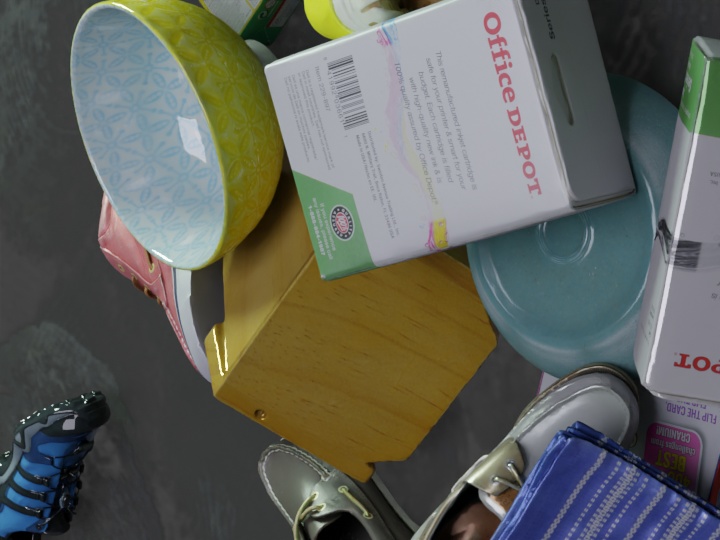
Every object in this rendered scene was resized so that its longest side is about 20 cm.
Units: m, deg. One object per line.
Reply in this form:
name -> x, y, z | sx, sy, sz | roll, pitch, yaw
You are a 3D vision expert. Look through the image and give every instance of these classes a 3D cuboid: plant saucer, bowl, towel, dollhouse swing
plant saucer -> 0.137, -0.025, 1.558 | 0.199, 0.036, 0.202 | 3, 95, 40
bowl -> -0.111, -0.110, 1.755 | 0.200, 0.107, 0.201 | 36, 138, 41
towel -> 0.174, 0.199, 1.506 | 0.199, 0.024, 0.145 | 31, 105, -1
dollhouse swing -> 0.000, 0.000, 1.751 | 0.181, 0.176, 0.200 | 30, 121, -9

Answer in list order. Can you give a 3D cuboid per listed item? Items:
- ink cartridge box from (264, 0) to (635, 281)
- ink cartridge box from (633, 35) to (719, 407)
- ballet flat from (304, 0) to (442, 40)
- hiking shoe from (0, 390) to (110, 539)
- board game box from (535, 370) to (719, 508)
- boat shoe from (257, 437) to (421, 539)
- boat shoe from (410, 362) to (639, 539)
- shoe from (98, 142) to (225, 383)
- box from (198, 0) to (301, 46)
ink cartridge box -> 0.055, -0.089, 1.531 | 0.199, 0.087, 0.146 | -16, 89, 38
ink cartridge box -> 0.248, -0.022, 1.438 | 0.145, 0.084, 0.201 | 10, 104, -2
ballet flat -> 0.036, -0.188, 1.572 | 0.199, 0.067, 0.067 | -11, 101, 31
hiking shoe -> -0.246, 0.165, 1.978 | 0.200, 0.074, 0.087 | -43, 72, 47
board game box -> 0.194, 0.041, 1.568 | 0.153, 0.040, 0.201 | 26, 111, 39
boat shoe -> -0.010, 0.185, 1.757 | 0.202, 0.060, 0.072 | 41, 119, 33
boat shoe -> 0.101, 0.144, 1.549 | 0.075, 0.068, 0.200 | 41, 109, 2
shoe -> -0.138, 0.001, 1.860 | 0.091, 0.071, 0.201 | -29, 69, 42
box -> -0.104, -0.275, 1.817 | 0.200, 0.048, 0.118 | 55, 127, 23
